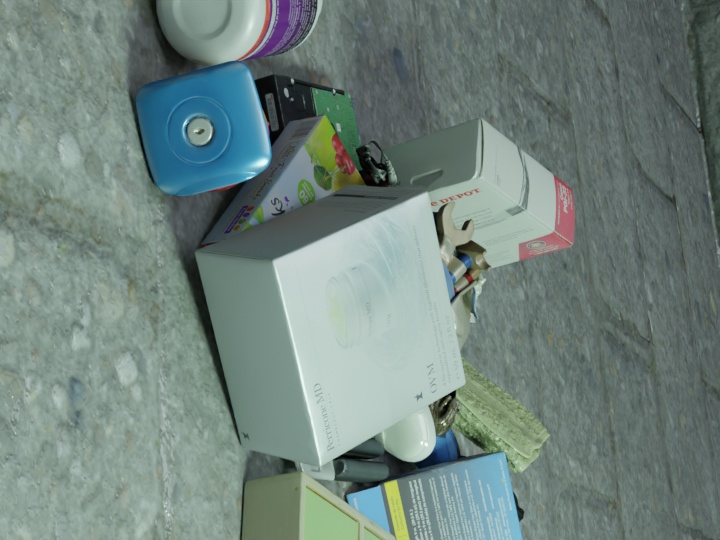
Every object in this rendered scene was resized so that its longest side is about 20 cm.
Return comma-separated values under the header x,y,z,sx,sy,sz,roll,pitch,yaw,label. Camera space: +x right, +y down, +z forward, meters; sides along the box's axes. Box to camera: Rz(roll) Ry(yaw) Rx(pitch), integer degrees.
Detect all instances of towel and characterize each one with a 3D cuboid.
x,y,z,sx,sy,sz,roll,pitch,yaw,label
0.130,0.151,1.859,0.200,0.037,0.148,38,18,6,towel

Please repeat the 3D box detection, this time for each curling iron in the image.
x,y,z,sx,sy,sz,roll,pitch,yaw,label
0.010,-0.105,1.668,0.050,0.025,0.200,60,-5,-2,curling iron

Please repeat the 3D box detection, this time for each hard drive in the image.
x,y,z,sx,sy,sz,roll,pitch,yaw,label
-0.050,-0.133,1.740,0.200,0.038,0.140,-2,80,-65,hard drive

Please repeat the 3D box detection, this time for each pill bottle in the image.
x,y,z,sx,sy,sz,roll,pitch,yaw,label
-0.111,-0.266,1.581,0.200,0.112,0.113,-27,102,-65,pill bottle

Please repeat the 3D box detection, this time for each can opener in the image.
x,y,z,sx,sy,sz,roll,pitch,yaw,label
-0.015,0.189,1.630,0.200,0.066,0.053,27,53,-66,can opener

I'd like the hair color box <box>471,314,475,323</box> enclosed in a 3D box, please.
x,y,z,sx,sy,sz,roll,pitch,yaw,label
0.072,-0.027,1.912,0.100,0.060,0.201,-3,81,-56,hair color box

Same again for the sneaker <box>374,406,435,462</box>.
x,y,z,sx,sy,sz,roll,pitch,yaw,label
-0.003,0.116,1.639,0.200,0.073,0.085,54,26,20,sneaker

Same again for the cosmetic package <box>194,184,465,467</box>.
x,y,z,sx,sy,sz,roll,pitch,yaw,label
-0.024,0.046,1.490,0.200,0.123,0.200,-25,111,-36,cosmetic package

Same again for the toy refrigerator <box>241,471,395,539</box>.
x,y,z,sx,sy,sz,roll,pitch,yaw,label
-0.034,0.266,1.536,0.200,0.070,0.076,45,39,-51,toy refrigerator

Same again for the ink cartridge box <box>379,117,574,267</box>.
x,y,z,sx,sy,sz,roll,pitch,yaw,label
0.134,-0.083,1.837,0.200,0.146,0.083,32,53,-45,ink cartridge box

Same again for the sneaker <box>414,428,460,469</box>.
x,y,z,sx,sy,sz,roll,pitch,yaw,label
0.047,0.173,1.770,0.200,0.066,0.079,60,32,-29,sneaker

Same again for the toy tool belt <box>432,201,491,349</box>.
x,y,z,sx,sy,sz,roll,pitch,yaw,label
0.070,-0.008,1.653,0.123,0.124,0.201,-46,133,-44,toy tool belt

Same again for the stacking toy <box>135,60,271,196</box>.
x,y,z,sx,sy,sz,roll,pitch,yaw,label
-0.128,-0.133,1.521,0.200,0.116,0.110,-30,106,-79,stacking toy

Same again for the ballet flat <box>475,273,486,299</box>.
x,y,z,sx,sy,sz,roll,pitch,yaw,label
0.082,0.000,1.785,0.200,0.072,0.072,23,58,-60,ballet flat

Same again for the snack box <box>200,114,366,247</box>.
x,y,z,sx,sy,sz,roll,pitch,yaw,label
-0.062,-0.039,1.590,0.142,0.053,0.200,58,44,-28,snack box

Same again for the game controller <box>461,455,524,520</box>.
x,y,z,sx,sy,sz,roll,pitch,yaw,label
0.150,0.302,1.972,0.200,0.042,0.105,41,57,-52,game controller

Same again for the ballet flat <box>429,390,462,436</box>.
x,y,z,sx,sy,sz,roll,pitch,yaw,label
0.089,0.106,1.761,0.067,0.046,0.200,46,27,-25,ballet flat

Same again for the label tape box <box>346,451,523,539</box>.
x,y,z,sx,sy,sz,roll,pitch,yaw,label
0.075,0.289,1.739,0.199,0.063,0.145,-11,88,-25,label tape box
